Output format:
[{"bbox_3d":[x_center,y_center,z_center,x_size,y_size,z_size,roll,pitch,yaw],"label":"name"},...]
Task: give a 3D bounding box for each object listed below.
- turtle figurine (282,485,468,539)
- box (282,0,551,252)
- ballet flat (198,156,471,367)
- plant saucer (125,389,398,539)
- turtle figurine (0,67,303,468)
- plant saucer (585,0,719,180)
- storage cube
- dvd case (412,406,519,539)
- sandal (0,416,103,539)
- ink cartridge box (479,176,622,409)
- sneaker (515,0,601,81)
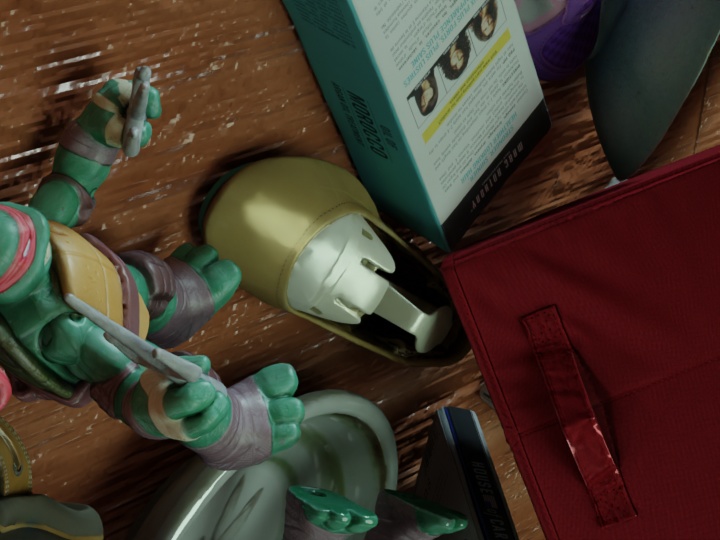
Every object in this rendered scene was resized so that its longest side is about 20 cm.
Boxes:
[{"bbox_3d":[-0.016,0.200,1.081,0.150,0.100,0.201,1,103,-65],"label":"turtle figurine"},{"bbox_3d":[0.024,-0.097,1.028,0.082,0.049,0.200,-50,150,-16],"label":"box"},{"bbox_3d":[0.000,0.000,1.062,0.069,0.063,0.200,-56,152,5],"label":"ballet flat"},{"bbox_3d":[-0.062,0.136,1.102,0.200,0.050,0.201,-38,145,-34],"label":"plant saucer"},{"bbox_3d":[-0.092,0.006,0.874,0.100,0.151,0.200,-17,157,14],"label":"turtle figurine"},{"bbox_3d":[0.146,-0.142,1.135,0.201,0.038,0.202,-159,-90,-86],"label":"plant saucer"},{"bbox_3d":[0.161,0.036,1.124,0.179,0.172,0.200,-22,-179,12],"label":"storage cube"},{"bbox_3d":[0.047,0.184,1.210,0.025,0.200,0.151,9,117,-13],"label":"dvd case"},{"bbox_3d":[-0.149,0.074,0.883,0.200,0.081,0.055,29,67,-66],"label":"sandal"},{"bbox_3d":[0.166,0.056,1.362,0.145,0.084,0.200,-58,151,-5],"label":"ink cartridge box"},{"bbox_3d":[0.096,-0.153,1.054,0.080,0.088,0.201,-46,151,-29],"label":"sneaker"}]
